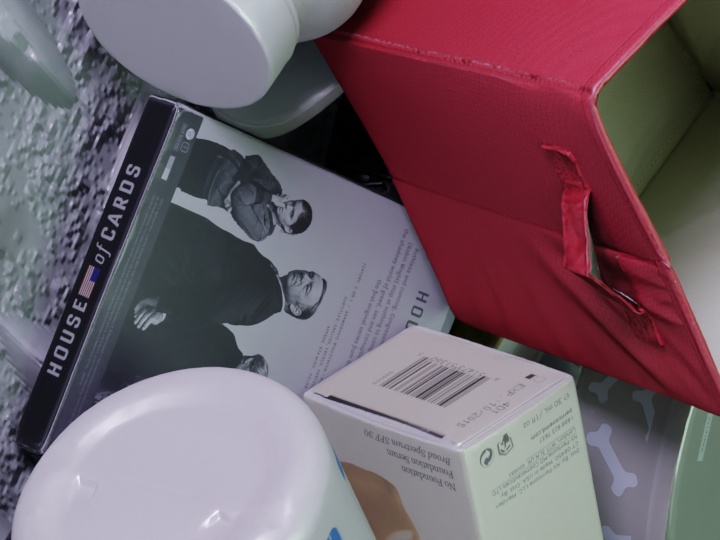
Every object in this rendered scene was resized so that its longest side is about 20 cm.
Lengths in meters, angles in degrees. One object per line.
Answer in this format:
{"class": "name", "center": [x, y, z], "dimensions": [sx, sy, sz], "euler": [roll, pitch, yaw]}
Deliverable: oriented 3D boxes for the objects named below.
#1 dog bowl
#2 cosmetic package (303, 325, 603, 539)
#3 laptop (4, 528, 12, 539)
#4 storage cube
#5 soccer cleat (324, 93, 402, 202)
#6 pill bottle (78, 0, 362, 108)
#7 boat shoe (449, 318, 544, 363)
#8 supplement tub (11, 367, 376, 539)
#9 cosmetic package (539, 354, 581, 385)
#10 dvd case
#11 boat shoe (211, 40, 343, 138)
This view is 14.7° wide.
{"class": "dog bowl", "center": [0.146, 0.075, 1.290], "dimensions": [0.200, 0.058, 0.201], "euler": [13, 90, -70]}
{"class": "cosmetic package", "center": [0.050, 0.135, 1.199], "dimensions": [0.071, 0.105, 0.201], "euler": [-30, 119, -33]}
{"class": "laptop", "center": [-0.101, 0.232, 1.104], "dimensions": [0.116, 0.200, 0.188], "euler": [-34, 134, -7]}
{"class": "storage cube", "center": [0.117, -0.073, 1.140], "dimensions": [0.200, 0.179, 0.171], "euler": [-43, 125, -21]}
{"class": "soccer cleat", "center": [0.000, 0.000, 1.253], "dimensions": [0.081, 0.067, 0.201], "euler": [-6, 106, -57]}
{"class": "pill bottle", "center": [-0.030, -0.166, 1.113], "dimensions": [0.201, 0.112, 0.112], "euler": [-61, 144, -29]}
{"class": "boat shoe", "center": [0.097, -0.001, 1.291], "dimensions": [0.069, 0.071, 0.201], "euler": [31, 88, -26]}
{"class": "supplement tub", "center": [-0.046, 0.148, 1.108], "dimensions": [0.132, 0.131, 0.201], "euler": [-58, 142, -33]}
{"class": "cosmetic package", "center": [0.081, 0.082, 1.419], "dimensions": [0.200, 0.050, 0.083], "euler": [34, 74, -56]}
{"class": "dvd case", "center": [-0.041, 0.028, 1.169], "dimensions": [0.200, 0.025, 0.151], "euler": [23, 88, -47]}
{"class": "boat shoe", "center": [0.001, -0.133, 1.210], "dimensions": [0.200, 0.070, 0.064], "euler": [-57, 163, -17]}
